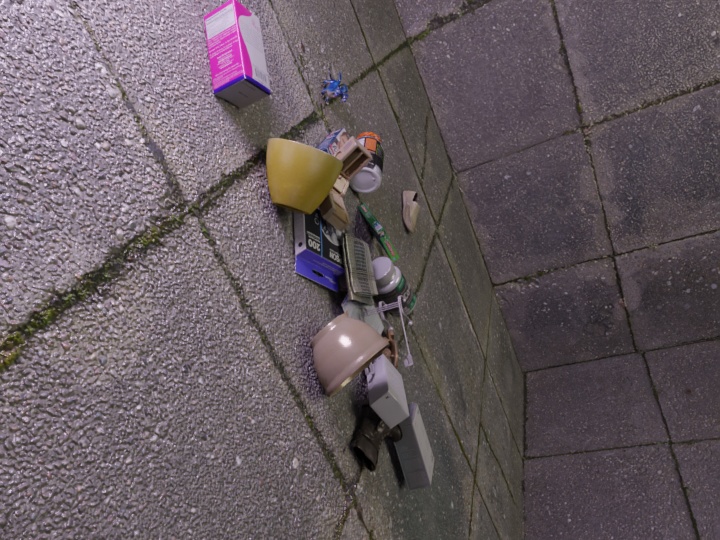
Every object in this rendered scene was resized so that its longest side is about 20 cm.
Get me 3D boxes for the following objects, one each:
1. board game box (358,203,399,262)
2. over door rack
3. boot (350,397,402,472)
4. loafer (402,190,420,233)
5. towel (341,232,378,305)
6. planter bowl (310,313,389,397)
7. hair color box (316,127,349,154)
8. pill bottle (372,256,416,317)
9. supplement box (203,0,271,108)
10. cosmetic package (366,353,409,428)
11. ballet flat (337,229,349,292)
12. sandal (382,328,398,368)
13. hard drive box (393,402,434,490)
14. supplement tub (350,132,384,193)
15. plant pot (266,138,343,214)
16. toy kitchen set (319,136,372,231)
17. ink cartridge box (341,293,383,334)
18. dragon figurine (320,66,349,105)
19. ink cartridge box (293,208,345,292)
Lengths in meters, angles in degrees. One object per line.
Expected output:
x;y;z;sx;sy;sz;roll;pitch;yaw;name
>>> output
0.059;-0.129;1.805;0.136;0.029;0.201;57;1;-35;board game box
0.077;0.189;1.534;0.066;0.145;0.205;24;54;-51;over door rack
0.043;0.477;1.499;0.201;0.068;0.176;49;34;-27;boot
0.219;-0.258;2.291;0.075;0.067;0.205;35;46;-55;loafer
0.000;0.000;1.580;0.192;0.034;0.206;20;61;-69;towel
-0.043;0.197;1.345;0.135;0.200;0.199;49;22;11;planter bowl
-0.081;-0.368;1.704;0.102;0.059;0.201;64;26;-24;hair color box
0.102;0.056;1.802;0.201;0.111;0.115;53;32;-39;pill bottle
-0.291;-0.510;1.272;0.101;0.101;0.206;11;68;-62;supplement box
0.075;0.340;1.535;0.102;0.071;0.201;50;11;-17;cosmetic package
-0.056;-0.032;1.591;0.046;0.065;0.205;124;-39;-62;ballet flat
0.076;0.247;1.710;0.212;0.067;0.080;-94;-173;-71;sandal
0.164;0.544;1.676;0.156;0.075;0.205;-38;112;-75;hard drive box
0.021;-0.376;1.858;0.123;0.120;0.204;52;33;-41;supplement tub
-0.154;-0.224;1.344;0.199;0.196;0.146;16;90;-62;plant pot
-0.067;-0.262;1.486;0.162;0.180;0.203;34;26;-37;toy kitchen set
-0.004;0.144;1.606;0.204;0.040;0.200;67;26;-18;ink cartridge box
-0.079;-0.620;1.804;0.059;0.097;0.204;52;33;-40;dragon figurine
-0.108;-0.064;1.476;0.197;0.043;0.206;28;53;-52;ink cartridge box
